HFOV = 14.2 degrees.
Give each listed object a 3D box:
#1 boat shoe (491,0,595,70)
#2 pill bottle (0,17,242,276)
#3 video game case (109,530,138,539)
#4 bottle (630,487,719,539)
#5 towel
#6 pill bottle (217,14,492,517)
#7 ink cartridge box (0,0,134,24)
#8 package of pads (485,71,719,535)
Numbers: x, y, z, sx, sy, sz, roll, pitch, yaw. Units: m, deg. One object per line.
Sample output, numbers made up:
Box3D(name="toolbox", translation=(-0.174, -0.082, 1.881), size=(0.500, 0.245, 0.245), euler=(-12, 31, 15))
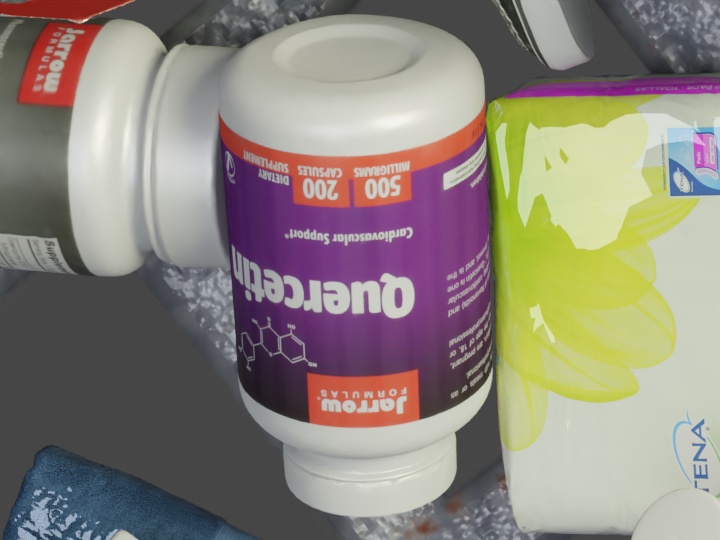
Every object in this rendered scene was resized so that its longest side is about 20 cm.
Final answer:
Box3D(name="boat shoe", translation=(0.038, -0.172, 1.233), size=(0.063, 0.071, 0.201), euler=(-25, 88, 18))
Box3D(name="pill bottle", translation=(-0.146, -0.057, 1.280), size=(0.199, 0.114, 0.115), euler=(4, 104, 13))
Box3D(name="video game case", translation=(-0.086, 0.232, 1.340), size=(0.182, 0.023, 0.200), euler=(36, 128, -5))
Box3D(name="bottle", translation=(0.184, 0.148, 1.211), size=(0.083, 0.066, 0.200), euler=(-35, 137, 22))
Box3D(name="towel", translation=(-0.081, 0.167, 1.353), size=(0.199, 0.049, 0.112), euler=(24, 107, 8))
Box3D(name="pill bottle", translation=(0.000, 0.000, 1.236), size=(0.112, 0.113, 0.201), euler=(3, 117, 14))
Box3D(name="ink cartridge box", translation=(-0.106, -0.150, 1.178), size=(0.160, 0.200, 0.050), euler=(6, 111, 38))
Box3D(name="package of pads", translation=(0.132, 0.015, 1.245), size=(0.154, 0.068, 0.201), euler=(-1, 103, 20))
